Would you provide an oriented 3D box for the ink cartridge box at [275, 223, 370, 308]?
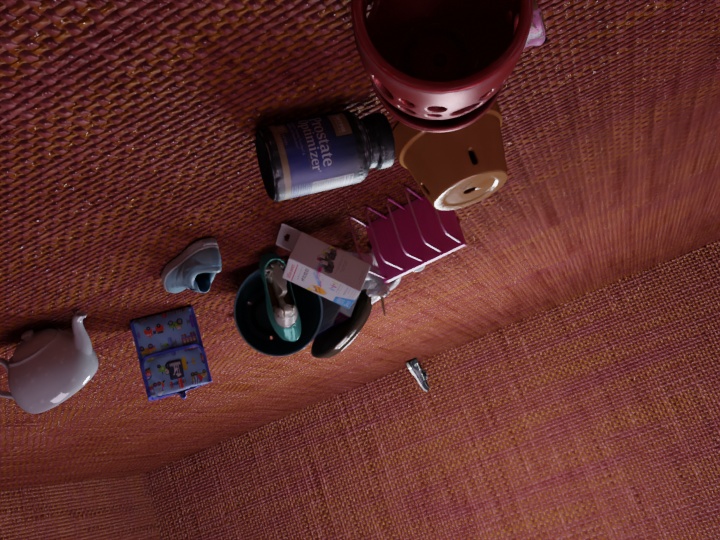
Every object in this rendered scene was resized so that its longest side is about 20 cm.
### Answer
[{"bbox_3d":[-0.089,-0.007,1.540,0.198,0.068,0.115,25,155,-3],"label":"ink cartridge box"}]

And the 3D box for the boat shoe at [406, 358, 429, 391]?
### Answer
[{"bbox_3d":[0.286,0.494,3.599,0.060,0.074,0.201,-32,117,6],"label":"boat shoe"}]

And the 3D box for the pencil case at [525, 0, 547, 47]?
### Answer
[{"bbox_3d":[0.150,-0.311,1.031,0.198,0.083,0.087,-21,136,6],"label":"pencil case"}]

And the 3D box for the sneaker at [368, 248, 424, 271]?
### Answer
[{"bbox_3d":[0.100,-0.050,1.846,0.198,0.075,0.100,-2,138,-45],"label":"sneaker"}]

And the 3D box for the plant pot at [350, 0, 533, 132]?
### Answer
[{"bbox_3d":[0.091,-0.274,0.892,0.198,0.203,0.183,-19,173,0],"label":"plant pot"}]

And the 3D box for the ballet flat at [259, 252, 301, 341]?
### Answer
[{"bbox_3d":[-0.171,0.060,1.616,0.067,0.203,0.070,-17,-174,-16],"label":"ballet flat"}]

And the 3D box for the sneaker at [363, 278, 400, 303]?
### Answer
[{"bbox_3d":[0.016,0.057,1.868,0.199,0.076,0.088,-38,-176,-7],"label":"sneaker"}]

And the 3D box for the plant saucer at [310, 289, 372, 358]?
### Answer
[{"bbox_3d":[-0.040,0.129,1.768,0.200,0.029,0.201,-45,-164,16],"label":"plant saucer"}]

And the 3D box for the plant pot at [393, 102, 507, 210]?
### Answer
[{"bbox_3d":[0.165,-0.196,1.303,0.197,0.142,0.200,-18,164,-5],"label":"plant pot"}]

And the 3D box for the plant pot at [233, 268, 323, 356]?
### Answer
[{"bbox_3d":[-0.198,0.097,1.751,0.197,0.203,0.188,-15,177,-13],"label":"plant pot"}]

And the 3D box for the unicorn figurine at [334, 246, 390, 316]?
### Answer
[{"bbox_3d":[0.000,0.000,1.689,0.135,0.201,0.075,14,122,-7],"label":"unicorn figurine"}]

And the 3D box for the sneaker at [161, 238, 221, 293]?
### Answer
[{"bbox_3d":[-0.336,0.015,1.499,0.073,0.083,0.200,-5,158,-37],"label":"sneaker"}]

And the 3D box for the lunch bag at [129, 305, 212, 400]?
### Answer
[{"bbox_3d":[-0.440,0.206,1.771,0.149,0.202,0.094,-14,163,-18],"label":"lunch bag"}]

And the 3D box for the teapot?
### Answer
[{"bbox_3d":[-0.665,0.192,1.588,0.196,0.147,0.200,-8,-150,44],"label":"teapot"}]

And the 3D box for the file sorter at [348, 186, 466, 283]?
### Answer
[{"bbox_3d":[0.091,-0.086,1.574,0.198,0.141,0.125,-26,159,20],"label":"file sorter"}]

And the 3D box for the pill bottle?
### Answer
[{"bbox_3d":[-0.053,-0.180,1.155,0.197,0.113,0.112,-15,163,-16],"label":"pill bottle"}]

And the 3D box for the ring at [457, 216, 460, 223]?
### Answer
[{"bbox_3d":[0.139,-0.063,1.711,0.199,0.019,0.201,-28,-164,9],"label":"ring"}]

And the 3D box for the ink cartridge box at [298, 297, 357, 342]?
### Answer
[{"bbox_3d":[-0.084,0.108,1.810,0.043,0.201,0.196,41,133,-18],"label":"ink cartridge box"}]
